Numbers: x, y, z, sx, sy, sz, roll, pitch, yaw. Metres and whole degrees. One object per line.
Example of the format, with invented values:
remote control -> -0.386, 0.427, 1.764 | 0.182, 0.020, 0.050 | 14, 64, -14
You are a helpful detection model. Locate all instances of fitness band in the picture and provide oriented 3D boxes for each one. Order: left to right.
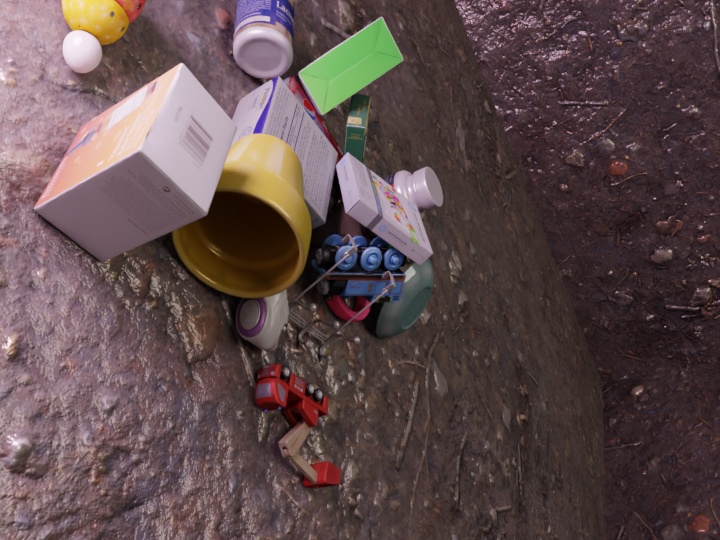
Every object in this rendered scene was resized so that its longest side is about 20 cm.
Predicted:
fitness band -> -0.023, 0.013, 1.268 | 0.144, 0.037, 0.204 | 49, 35, -36

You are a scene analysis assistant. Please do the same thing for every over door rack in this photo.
over door rack -> -0.036, 0.059, 1.069 | 0.147, 0.200, 0.067 | 40, 5, -44

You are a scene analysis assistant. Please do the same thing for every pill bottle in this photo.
pill bottle -> -0.183, -0.483, 1.172 | 0.115, 0.113, 0.206 | 32, 48, -49
pill bottle -> 0.080, -0.153, 1.372 | 0.119, 0.196, 0.123 | 37, 43, -45

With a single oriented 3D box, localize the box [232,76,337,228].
box -> -0.142, -0.198, 1.100 | 0.201, 0.102, 0.188 | 48, 36, -38

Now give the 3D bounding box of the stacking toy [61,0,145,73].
stacking toy -> -0.352, -0.359, 0.828 | 0.145, 0.142, 0.207 | 27, 70, -52

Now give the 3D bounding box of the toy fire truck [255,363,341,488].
toy fire truck -> -0.101, 0.255, 0.987 | 0.200, 0.048, 0.145 | 44, 40, -42

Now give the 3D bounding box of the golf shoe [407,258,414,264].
golf shoe -> 0.106, -0.046, 1.352 | 0.201, 0.075, 0.091 | 75, 0, -67

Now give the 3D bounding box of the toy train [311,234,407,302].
toy train -> 0.000, 0.000, 1.153 | 0.194, 0.086, 0.118 | 0, 112, -31

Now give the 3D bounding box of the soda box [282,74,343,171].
soda box -> -0.113, -0.283, 1.232 | 0.202, 0.068, 0.064 | 55, 28, -31

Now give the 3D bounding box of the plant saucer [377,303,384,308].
plant saucer -> 0.060, 0.043, 1.314 | 0.019, 0.070, 0.201 | 38, -9, 29

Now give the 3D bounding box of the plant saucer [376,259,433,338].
plant saucer -> 0.109, 0.071, 1.333 | 0.038, 0.206, 0.199 | 32, 18, 23

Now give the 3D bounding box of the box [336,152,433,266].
box -> 0.045, -0.115, 1.155 | 0.198, 0.041, 0.158 | 34, 28, -32

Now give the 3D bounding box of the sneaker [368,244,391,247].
sneaker -> 0.057, -0.025, 1.318 | 0.085, 0.073, 0.200 | 54, 0, 10

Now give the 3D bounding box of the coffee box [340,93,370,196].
coffee box -> -0.012, -0.255, 1.308 | 0.125, 0.042, 0.204 | -82, 179, -46

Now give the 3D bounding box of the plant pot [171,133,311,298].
plant pot -> -0.163, -0.098, 0.922 | 0.202, 0.196, 0.192 | 50, 30, -33

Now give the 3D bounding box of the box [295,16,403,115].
box -> -0.030, -0.416, 1.259 | 0.098, 0.197, 0.177 | 57, -1, -16

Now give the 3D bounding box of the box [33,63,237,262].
box -> -0.267, -0.125, 0.740 | 0.107, 0.195, 0.156 | 46, 38, -39

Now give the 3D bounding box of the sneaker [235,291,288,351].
sneaker -> -0.155, 0.035, 1.005 | 0.100, 0.072, 0.206 | 56, 34, -54

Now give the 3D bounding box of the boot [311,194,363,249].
boot -> -0.022, -0.087, 1.240 | 0.195, 0.071, 0.149 | -11, 65, -30
